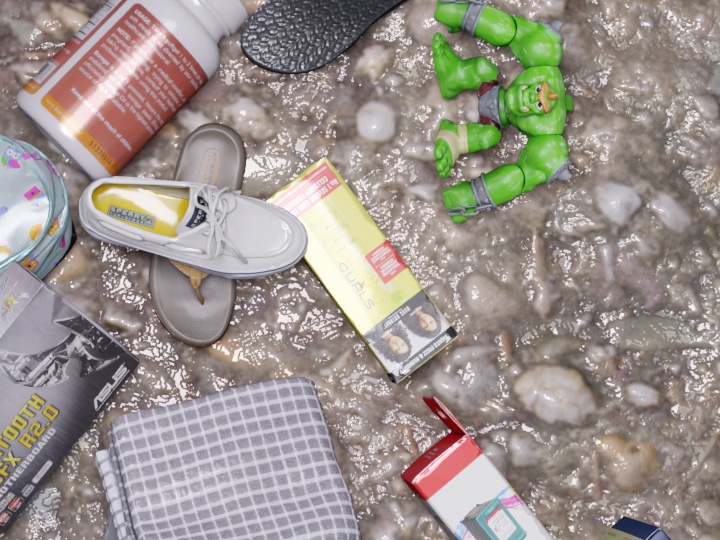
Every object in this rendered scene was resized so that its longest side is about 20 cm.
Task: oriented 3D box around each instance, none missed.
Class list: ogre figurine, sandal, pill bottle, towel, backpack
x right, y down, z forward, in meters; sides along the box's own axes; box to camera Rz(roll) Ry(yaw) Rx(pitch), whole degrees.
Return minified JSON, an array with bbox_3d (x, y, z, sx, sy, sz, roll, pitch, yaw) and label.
[{"bbox_3d":[0.127,-0.151,1.593,0.119,0.098,0.202,-4,70,13],"label":"ogre figurine"},{"bbox_3d":[-0.140,-0.034,1.578,0.081,0.055,0.202,12,85,-3],"label":"sandal"},{"bbox_3d":[-0.196,-0.181,1.556,0.112,0.112,0.200,44,84,0],"label":"pill bottle"},{"bbox_3d":[-0.112,0.187,1.512,0.198,0.086,0.167,-11,63,-17],"label":"towel"},{"bbox_3d":[-0.340,-0.024,1.527,0.199,0.127,0.167,-34,86,-9],"label":"backpack"},{"bbox_3d":[-0.021,-0.234,1.612,0.200,0.048,0.076,-32,88,-19],"label":"sandal"}]

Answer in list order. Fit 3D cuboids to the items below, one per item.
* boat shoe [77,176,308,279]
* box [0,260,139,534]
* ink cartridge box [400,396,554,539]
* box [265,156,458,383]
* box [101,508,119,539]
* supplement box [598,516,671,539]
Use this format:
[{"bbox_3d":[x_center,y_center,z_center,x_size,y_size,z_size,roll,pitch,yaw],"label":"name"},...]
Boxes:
[{"bbox_3d":[-0.138,-0.046,1.509,0.200,0.086,0.075,14,77,-9],"label":"boat shoe"},{"bbox_3d":[-0.300,0.111,1.508,0.048,0.158,0.200,34,81,36],"label":"box"},{"bbox_3d":[0.100,0.206,1.550,0.067,0.116,0.200,-39,89,-6],"label":"ink cartridge box"},{"bbox_3d":[0.000,0.000,1.589,0.075,0.050,0.201,-35,89,-5],"label":"box"},{"bbox_3d":[-0.147,0.302,1.558,0.192,0.048,0.202,16,83,-5],"label":"box"},{"bbox_3d":[0.238,0.357,1.540,0.200,0.134,0.200,-42,90,-6],"label":"supplement box"}]
